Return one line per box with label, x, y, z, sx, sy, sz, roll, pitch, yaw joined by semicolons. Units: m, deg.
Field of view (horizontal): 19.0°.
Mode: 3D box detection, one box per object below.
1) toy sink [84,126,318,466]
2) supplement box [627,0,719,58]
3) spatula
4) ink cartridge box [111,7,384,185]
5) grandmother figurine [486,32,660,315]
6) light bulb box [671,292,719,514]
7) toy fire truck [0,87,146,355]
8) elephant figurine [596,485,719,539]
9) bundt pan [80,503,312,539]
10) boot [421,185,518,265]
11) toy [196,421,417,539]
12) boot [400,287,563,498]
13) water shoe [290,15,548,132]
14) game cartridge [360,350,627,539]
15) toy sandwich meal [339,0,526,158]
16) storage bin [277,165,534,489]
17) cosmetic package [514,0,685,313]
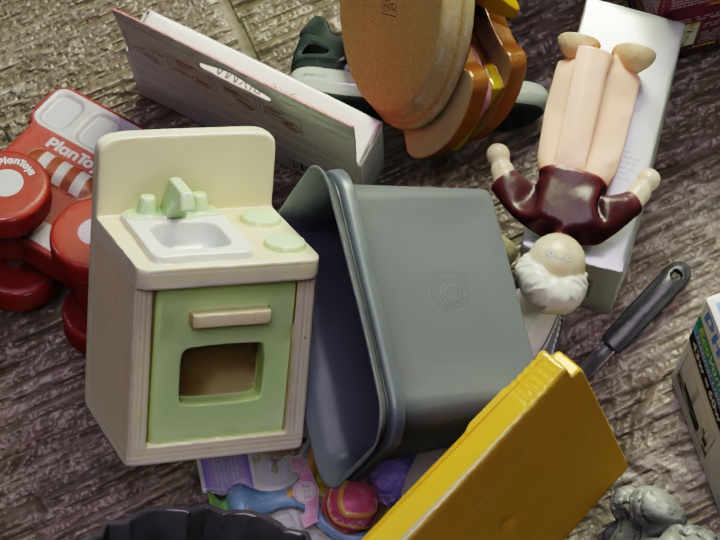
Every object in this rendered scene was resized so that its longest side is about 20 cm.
toy sink;-0.107;0.017;1.448;0.129;0.112;0.202;-4;113;-23
supplement box;0.260;-0.237;1.577;0.109;0.200;0.086;-14;73;-3
spatula;0.173;0.065;1.581;0.056;0.021;0.200;43;78;12
ink cartridge box;-0.079;-0.133;1.566;0.199;0.174;0.044;27;75;9
grandmother figurine;0.145;-0.064;1.490;0.120;0.061;0.202;7;71;15
light bulb box;0.334;0.073;1.482;0.197;0.200;0.126;-18;73;-4
toy fire truck;-0.190;-0.043;1.575;0.199;0.113;0.168;27;57;19
elephant figurine;0.164;0.257;1.469;0.155;0.142;0.200;35;70;26
bundt pan;-0.105;0.243;1.445;0.200;0.202;0.076;8;116;4
boot;0.000;0.000;1.579;0.199;0.073;0.156;25;69;19
toy;-0.014;0.154;1.544;0.198;0.047;0.116;-13;75;-2
boot;0.109;0.110;1.541;0.090;0.073;0.201;37;75;-24
water shoe;0.046;-0.155;1.624;0.198;0.072;0.080;5;72;2
game cartridge;0.088;0.160;1.432;0.200;0.177;0.032;-47;57;-10
toy sandwich meal;0.053;-0.187;1.528;0.070;0.205;0.207;-2;71;-27
storage bin;0.031;0.039;1.459;0.133;0.146;0.202;-3;67;-23
cosmetic package;0.176;-0.083;1.580;0.080;0.113;0.202;13;72;5
